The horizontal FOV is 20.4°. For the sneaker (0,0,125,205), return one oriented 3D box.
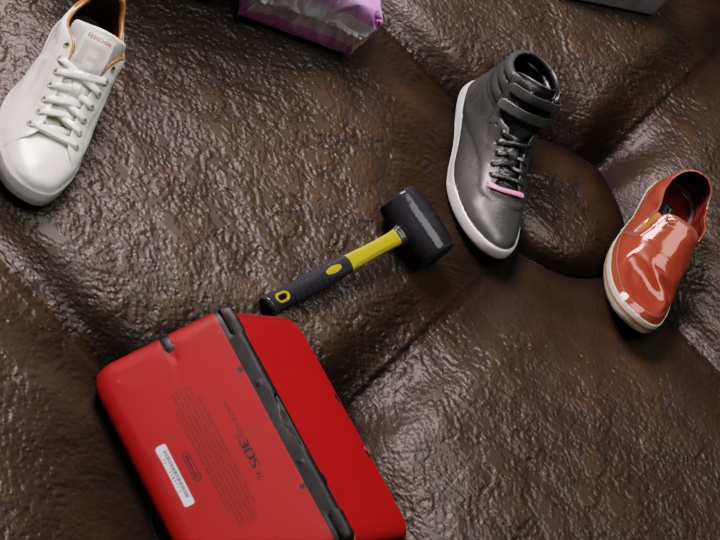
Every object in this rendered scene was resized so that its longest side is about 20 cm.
[{"bbox_3d":[-0.230,-0.144,1.551,0.073,0.085,0.200,26,50,-19],"label":"sneaker"}]

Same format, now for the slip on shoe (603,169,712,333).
[{"bbox_3d":[0.274,-0.023,1.818,0.074,0.061,0.200,37,47,-8],"label":"slip on shoe"}]

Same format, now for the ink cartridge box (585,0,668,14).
[{"bbox_3d":[0.213,-0.349,2.019,0.200,0.047,0.160,7,56,-32],"label":"ink cartridge box"}]

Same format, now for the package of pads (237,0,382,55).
[{"bbox_3d":[-0.043,-0.296,1.791,0.120,0.076,0.200,19,50,-25],"label":"package of pads"}]

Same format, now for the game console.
[{"bbox_3d":[-0.080,0.140,1.495,0.172,0.119,0.200,-27,73,-10],"label":"game console"}]

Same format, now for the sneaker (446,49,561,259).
[{"bbox_3d":[0.130,-0.111,1.759,0.071,0.099,0.200,20,51,-24],"label":"sneaker"}]

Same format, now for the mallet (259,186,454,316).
[{"bbox_3d":[0.000,0.000,1.640,0.066,0.041,0.200,50,51,3],"label":"mallet"}]
